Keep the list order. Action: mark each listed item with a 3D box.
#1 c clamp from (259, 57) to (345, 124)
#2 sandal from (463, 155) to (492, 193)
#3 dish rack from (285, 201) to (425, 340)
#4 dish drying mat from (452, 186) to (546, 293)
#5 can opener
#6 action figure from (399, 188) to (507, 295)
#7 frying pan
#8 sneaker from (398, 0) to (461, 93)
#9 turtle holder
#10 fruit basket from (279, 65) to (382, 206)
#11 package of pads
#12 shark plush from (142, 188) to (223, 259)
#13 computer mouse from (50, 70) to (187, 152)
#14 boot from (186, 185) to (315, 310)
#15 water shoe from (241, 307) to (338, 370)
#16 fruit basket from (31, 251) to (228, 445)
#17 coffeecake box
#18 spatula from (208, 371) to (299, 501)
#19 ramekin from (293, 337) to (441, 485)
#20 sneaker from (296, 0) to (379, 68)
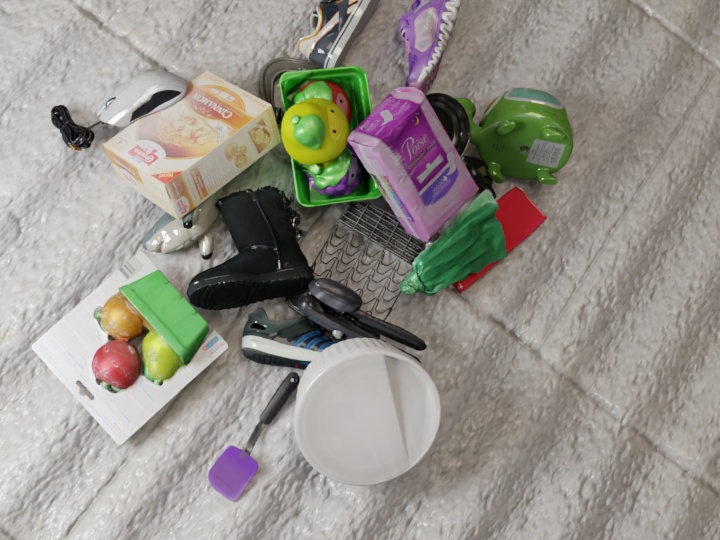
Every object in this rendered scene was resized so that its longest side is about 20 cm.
[{"bbox_3d":[-0.064,-0.255,1.693,0.199,0.027,0.172,11,69,-11],"label":"c clamp"},{"bbox_3d":[0.113,-0.144,1.689,0.200,0.057,0.080,8,63,-27],"label":"sandal"},{"bbox_3d":[0.000,0.000,1.608,0.153,0.055,0.200,31,65,-4],"label":"dish rack"},{"bbox_3d":[0.200,-0.050,1.695,0.200,0.018,0.077,-39,83,-22],"label":"dish drying mat"},{"bbox_3d":[0.003,0.080,1.525,0.200,0.079,0.064,33,75,-13],"label":"can opener"},{"bbox_3d":[0.132,-0.023,1.615,0.200,0.055,0.119,-36,115,-29],"label":"action figure"},{"bbox_3d":[0.145,-0.197,1.659,0.189,0.031,0.115,23,85,-25],"label":"frying pan"},{"bbox_3d":[0.097,-0.372,1.753,0.088,0.081,0.201,19,63,0],"label":"sneaker"},{"bbox_3d":[0.243,-0.219,1.714,0.185,0.141,0.132,-9,45,20],"label":"turtle holder"},{"bbox_3d":[-0.048,-0.197,1.569,0.155,0.216,0.217,-8,73,-15],"label":"fruit basket"},{"bbox_3d":[0.080,-0.152,1.563,0.121,0.076,0.200,-47,127,-16],"label":"package of pads"},{"bbox_3d":[-0.247,-0.112,1.579,0.083,0.091,0.201,9,71,21],"label":"shark plush"},{"bbox_3d":[-0.347,-0.244,1.569,0.199,0.044,0.110,-29,43,-12],"label":"computer mouse"},{"bbox_3d":[-0.166,-0.036,1.533,0.197,0.073,0.163,-9,61,-23],"label":"boot"},{"bbox_3d":[-0.068,0.101,1.545,0.199,0.072,0.079,12,67,-10],"label":"water shoe"},{"bbox_3d":[-0.313,0.105,1.486,0.200,0.094,0.185,-44,85,-7],"label":"fruit basket"},{"bbox_3d":[-0.241,-0.184,1.562,0.153,0.073,0.200,32,62,35],"label":"coffeecake box"},{"bbox_3d":[-0.142,0.223,1.509,0.056,0.021,0.200,38,64,-13],"label":"spatula"},{"bbox_3d":[0.004,0.184,1.482,0.201,0.094,0.203,-4,109,-11],"label":"ramekin"},{"bbox_3d":[-0.030,-0.408,1.728,0.079,0.079,0.200,27,61,6],"label":"sneaker"}]
